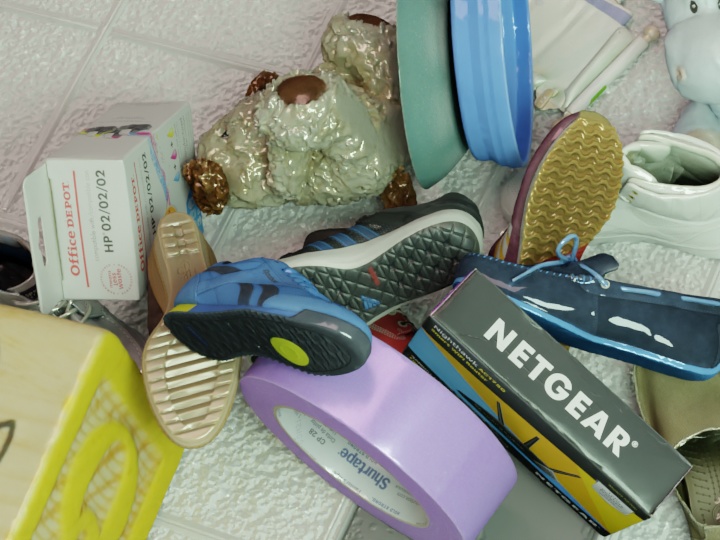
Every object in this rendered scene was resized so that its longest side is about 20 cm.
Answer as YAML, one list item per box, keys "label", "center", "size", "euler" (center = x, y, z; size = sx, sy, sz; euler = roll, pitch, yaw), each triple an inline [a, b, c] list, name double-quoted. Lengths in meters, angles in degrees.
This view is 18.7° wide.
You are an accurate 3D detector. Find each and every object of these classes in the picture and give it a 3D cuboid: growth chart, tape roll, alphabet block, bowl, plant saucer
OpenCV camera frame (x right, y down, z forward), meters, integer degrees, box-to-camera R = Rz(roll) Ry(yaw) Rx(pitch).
- label: "growth chart"
  center: [0.151, -0.213, 1.813]
  size: [0.145, 0.018, 0.200]
  euler: [-40, 58, -9]
- label: "tape roll"
  center: [0.012, 0.115, 1.552]
  size: [0.200, 0.200, 0.066]
  euler: [28, 71, 28]
- label: "alphabet block"
  center: [-0.274, 0.145, 1.621]
  size: [0.200, 0.196, 0.196]
  euler: [11, 66, 22]
- label: "bowl"
  center: [0.101, -0.179, 1.671]
  size: [0.039, 0.201, 0.201]
  euler: [-3, 60, 11]
- label: "plant saucer"
  center: [0.062, -0.163, 1.702]
  size: [0.036, 0.200, 0.200]
  euler: [-2, 60, 11]

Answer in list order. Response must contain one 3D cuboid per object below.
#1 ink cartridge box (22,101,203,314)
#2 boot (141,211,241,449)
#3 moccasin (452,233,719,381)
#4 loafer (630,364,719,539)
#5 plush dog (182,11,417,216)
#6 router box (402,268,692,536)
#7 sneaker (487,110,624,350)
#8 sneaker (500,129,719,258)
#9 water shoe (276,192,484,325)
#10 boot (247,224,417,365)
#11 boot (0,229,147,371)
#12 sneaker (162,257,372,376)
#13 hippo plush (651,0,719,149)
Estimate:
- label: "ink cartridge box"
  center: [-0.188, -0.049, 1.698]
  size: [0.068, 0.115, 0.200]
  euler: [0, 21, 16]
- label: "boot"
  center: [-0.123, 0.073, 1.639]
  size: [0.072, 0.166, 0.200]
  euler: [-5, 58, -3]
- label: "moccasin"
  center: [0.164, 0.020, 1.552]
  size: [0.200, 0.080, 0.068]
  euler: [19, 80, -8]
- label: "loafer"
  center: [0.245, 0.120, 1.560]
  size: [0.076, 0.067, 0.200]
  euler: [-21, 57, 3]
- label: "plush dog"
  center: [-0.051, -0.100, 1.752]
  size: [0.172, 0.161, 0.200]
  euler: [-7, 25, 28]
- label: "router box"
  center: [0.125, 0.095, 1.519]
  size: [0.200, 0.149, 0.051]
  euler: [42, 77, 4]
- label: "sneaker"
  center: [0.131, -0.027, 1.624]
  size: [0.090, 0.075, 0.200]
  euler: [-141, 67, -67]
- label: "sneaker"
  center: [0.193, -0.070, 1.660]
  size: [0.200, 0.116, 0.074]
  euler: [6, 64, 21]
- label: "water shoe"
  center: [0.000, 0.000, 1.641]
  size: [0.200, 0.072, 0.079]
  euler: [-16, 21, 12]
- label: "boot"
  center: [0.027, 0.031, 1.677]
  size: [0.200, 0.072, 0.144]
  euler: [14, 64, 27]
- label: "boot"
  center: [-0.244, 0.036, 1.734]
  size: [0.200, 0.096, 0.074]
  euler: [28, 72, 28]
- label: "sneaker"
  center: [-0.054, 0.021, 1.484]
  size: [0.200, 0.066, 0.078]
  euler: [5, 51, 51]
- label: "hippo plush"
  center: [0.298, -0.172, 1.660]
  size: [0.159, 0.161, 0.200]
  euler: [-5, 59, 14]
